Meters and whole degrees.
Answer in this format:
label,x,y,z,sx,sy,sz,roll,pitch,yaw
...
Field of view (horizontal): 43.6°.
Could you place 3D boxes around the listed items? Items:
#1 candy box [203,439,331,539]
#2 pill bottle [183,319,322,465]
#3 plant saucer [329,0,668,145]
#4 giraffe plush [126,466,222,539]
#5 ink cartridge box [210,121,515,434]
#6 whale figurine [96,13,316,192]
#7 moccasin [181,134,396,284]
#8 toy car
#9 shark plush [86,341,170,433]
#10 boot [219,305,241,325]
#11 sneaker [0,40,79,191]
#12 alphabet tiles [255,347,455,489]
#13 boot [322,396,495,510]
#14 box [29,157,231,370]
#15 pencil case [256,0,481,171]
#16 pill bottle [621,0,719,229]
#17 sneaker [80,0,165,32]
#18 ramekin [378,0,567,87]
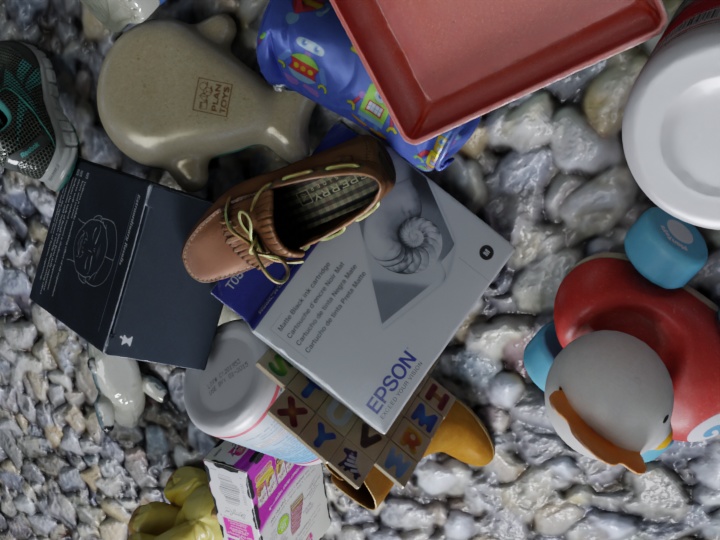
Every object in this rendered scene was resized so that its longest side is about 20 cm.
label,x,y,z,sx,sy,sz,roll,pitch,yaw
candy box,-0.100,0.253,1.015,0.060,0.136,0.203,8,122,27
pill bottle,-0.072,0.129,0.885,0.107,0.111,0.199,-6,155,33
plant saucer,0.066,-0.205,0.564,0.198,0.037,0.202,-19,108,38
giraffe plush,-0.177,0.344,1.129,0.198,0.173,0.163,-35,112,7
ink cartridge box,0.000,0.000,0.778,0.199,0.201,0.041,36,175,5
whale figurine,-0.135,-0.148,0.818,0.196,0.104,0.163,9,88,1
moccasin,-0.063,-0.039,0.729,0.198,0.078,0.075,-18,113,19
toy car,0.211,0.093,0.689,0.176,0.200,0.185,37,131,4
shark plush,-0.320,0.111,1.105,0.083,0.090,0.202,15,137,59
boot,-0.099,0.038,0.918,0.152,0.072,0.204,1,115,34
sneaker,-0.347,-0.166,0.886,0.078,0.090,0.201,-52,54,24
alphabet tiles,0.001,0.101,0.818,0.166,0.200,0.006,39,128,3
boot,0.040,0.172,0.862,0.201,0.145,0.070,43,136,-16
box,-0.214,-0.011,0.851,0.199,0.106,0.151,20,93,51
pencil case,0.004,-0.154,0.734,0.198,0.078,0.088,30,117,11
pill bottle,0.232,-0.117,0.544,0.110,0.200,0.114,15,126,22
sneaker,-0.194,-0.275,0.787,0.077,0.112,0.199,47,168,-29
ramekin,0.079,-0.227,0.631,0.197,0.098,0.203,15,125,22
